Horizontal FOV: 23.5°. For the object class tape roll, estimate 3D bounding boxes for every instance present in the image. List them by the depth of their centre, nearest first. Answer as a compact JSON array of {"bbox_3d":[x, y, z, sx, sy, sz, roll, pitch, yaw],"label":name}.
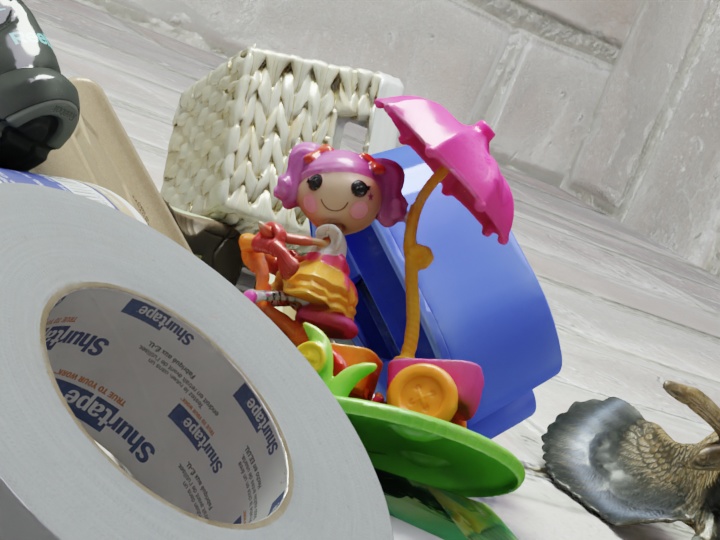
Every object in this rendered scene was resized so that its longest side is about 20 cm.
[{"bbox_3d":[-0.083,0.065,0.587,0.199,0.066,0.201,36,24,-18],"label":"tape roll"}]

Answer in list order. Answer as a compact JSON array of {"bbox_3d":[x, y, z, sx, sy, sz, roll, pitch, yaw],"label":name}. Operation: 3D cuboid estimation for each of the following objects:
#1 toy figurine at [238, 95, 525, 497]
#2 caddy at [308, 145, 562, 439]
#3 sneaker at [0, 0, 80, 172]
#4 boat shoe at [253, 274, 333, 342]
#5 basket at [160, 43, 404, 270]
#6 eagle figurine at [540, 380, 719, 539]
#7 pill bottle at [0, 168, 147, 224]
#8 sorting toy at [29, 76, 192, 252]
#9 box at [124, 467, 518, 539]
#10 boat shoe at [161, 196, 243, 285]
[{"bbox_3d":[0.000,0.000,0.870,0.197,0.186,0.150,8,-19,12],"label":"toy figurine"},{"bbox_3d":[0.031,0.021,1.012,0.201,0.104,0.142,63,-18,20],"label":"caddy"},{"bbox_3d":[-0.222,-0.057,0.787,0.080,0.198,0.075,65,7,15],"label":"sneaker"},{"bbox_3d":[-0.041,0.042,1.037,0.062,0.074,0.201,18,2,-4],"label":"boat shoe"},{"bbox_3d":[-0.066,-0.076,1.279,0.122,0.137,0.200,13,-10,-19],"label":"basket"},{"bbox_3d":[0.220,0.133,1.109,0.153,0.150,0.200,63,-22,4],"label":"eagle figurine"},{"bbox_3d":[-0.177,0.012,0.714,0.115,0.117,0.199,28,10,27],"label":"pill bottle"},{"bbox_3d":[-0.134,-0.014,0.971,0.187,0.036,0.200,62,5,-12],"label":"sorting toy"},{"bbox_3d":[-0.006,0.121,0.783,0.198,0.037,0.144,22,9,-22],"label":"box"},{"bbox_3d":[-0.159,-0.021,1.140,0.075,0.072,0.200,15,-6,30],"label":"boat shoe"}]
